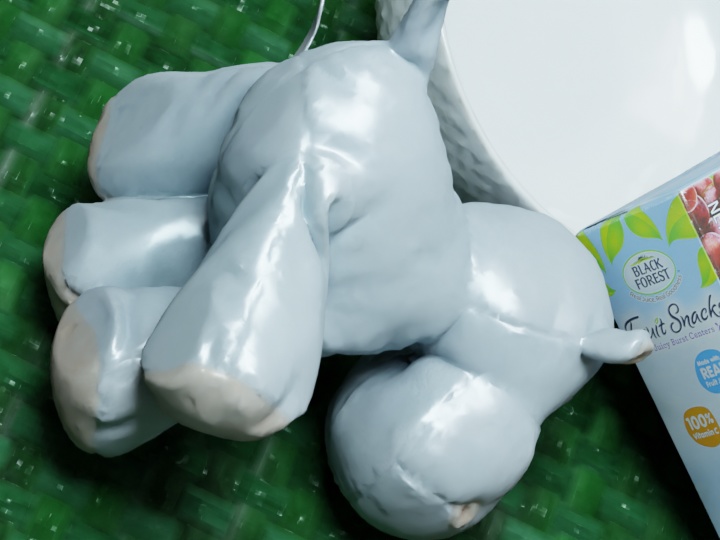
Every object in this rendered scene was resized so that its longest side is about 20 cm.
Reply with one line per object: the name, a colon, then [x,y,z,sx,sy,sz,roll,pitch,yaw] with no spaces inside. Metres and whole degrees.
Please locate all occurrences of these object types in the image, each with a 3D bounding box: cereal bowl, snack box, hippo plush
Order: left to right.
hippo plush: [0.000,0.000,1.005,0.161,0.159,0.200,34,82,-34]
cereal bowl: [0.084,-0.088,1.107,0.200,0.083,0.200,8,75,-34]
snack box: [0.192,0.038,1.061,0.169,0.068,0.200,-26,93,-36]
